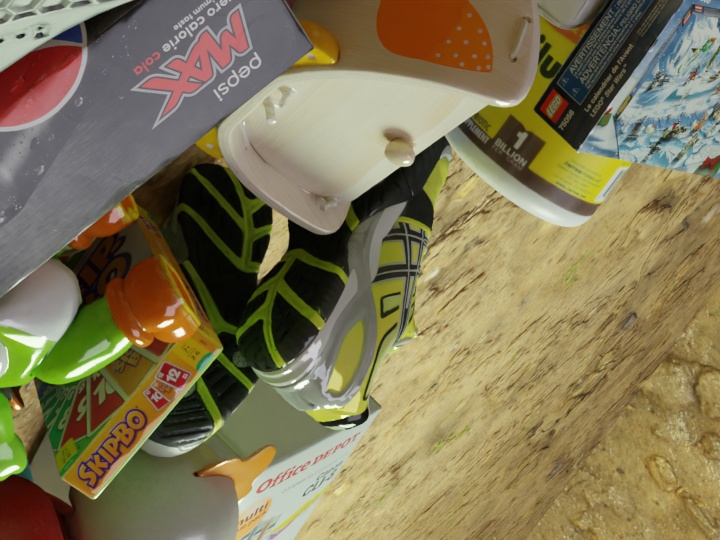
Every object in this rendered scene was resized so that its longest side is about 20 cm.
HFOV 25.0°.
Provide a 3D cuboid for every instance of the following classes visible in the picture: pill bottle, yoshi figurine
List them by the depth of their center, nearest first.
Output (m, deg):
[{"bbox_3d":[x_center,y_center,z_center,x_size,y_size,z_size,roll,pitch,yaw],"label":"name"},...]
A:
[{"bbox_3d":[-0.175,0.036,0.717,0.199,0.113,0.112,-31,135,-3],"label":"yoshi figurine"},{"bbox_3d":[0.143,-0.133,0.943,0.201,0.109,0.109,-54,162,18],"label":"pill bottle"}]

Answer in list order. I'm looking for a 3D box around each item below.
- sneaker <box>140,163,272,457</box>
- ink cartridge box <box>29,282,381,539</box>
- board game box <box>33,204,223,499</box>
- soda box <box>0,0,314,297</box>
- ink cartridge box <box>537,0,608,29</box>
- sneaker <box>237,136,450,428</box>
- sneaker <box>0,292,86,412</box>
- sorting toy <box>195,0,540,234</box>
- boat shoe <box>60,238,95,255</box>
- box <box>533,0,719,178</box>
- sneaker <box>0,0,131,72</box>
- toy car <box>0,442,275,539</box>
[{"bbox_3d":[-0.092,0.031,0.902,0.077,0.075,0.201,-56,-165,40],"label":"sneaker"},{"bbox_3d":[-0.113,0.128,1.069,0.145,0.145,0.201,-22,149,-53],"label":"ink cartridge box"},{"bbox_3d":[-0.130,0.030,0.834,0.096,0.030,0.200,-49,-155,5],"label":"board game box"},{"bbox_3d":[-0.121,-0.062,0.639,0.200,0.063,0.071,-39,132,-3],"label":"soda box"},{"bbox_3d":[0.117,-0.244,0.802,0.083,0.145,0.201,-24,151,-53],"label":"ink cartridge box"},{"bbox_3d":[0.000,0.000,0.885,0.075,0.077,0.201,-7,-141,39],"label":"sneaker"},{"bbox_3d":[-0.217,0.062,0.787,0.200,0.079,0.074,-43,164,-10],"label":"sneaker"},{"bbox_3d":[0.003,-0.139,0.764,0.200,0.106,0.182,-32,-140,61],"label":"sorting toy"},{"bbox_3d":[-0.104,-0.099,0.737,0.202,0.071,0.066,-59,-178,27],"label":"boat shoe"},{"bbox_3d":[0.192,-0.119,0.868,0.199,0.040,0.137,4,127,-52],"label":"box"},{"bbox_3d":[-0.098,-0.145,0.472,0.201,0.147,0.077,-22,162,10],"label":"sneaker"},{"bbox_3d":[-0.135,0.148,0.891,0.198,0.186,0.177,-20,158,-6],"label":"toy car"}]
